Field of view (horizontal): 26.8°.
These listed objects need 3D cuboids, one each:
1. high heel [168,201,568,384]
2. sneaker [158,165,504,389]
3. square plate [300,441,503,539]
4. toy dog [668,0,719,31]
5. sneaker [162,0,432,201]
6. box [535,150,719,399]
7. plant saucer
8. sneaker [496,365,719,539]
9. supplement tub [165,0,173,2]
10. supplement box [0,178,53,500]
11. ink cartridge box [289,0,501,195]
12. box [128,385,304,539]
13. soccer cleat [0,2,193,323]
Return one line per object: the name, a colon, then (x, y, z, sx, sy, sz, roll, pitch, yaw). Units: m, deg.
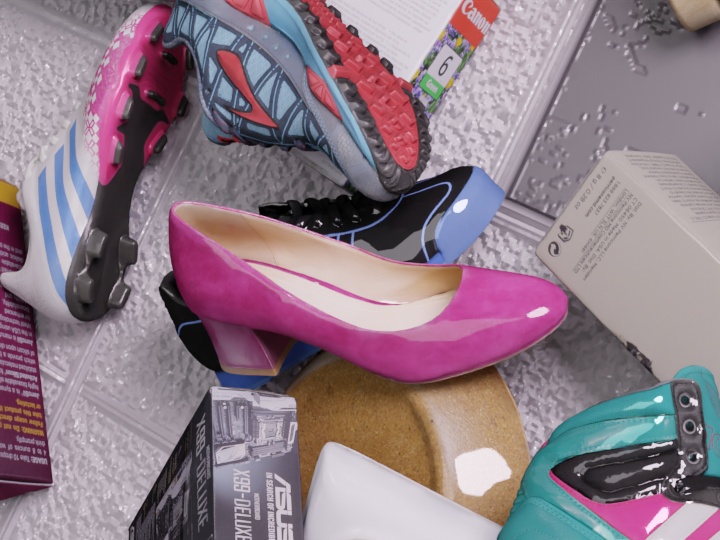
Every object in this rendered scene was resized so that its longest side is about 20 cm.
high heel: (0.000, 0.000, 0.749, 0.198, 0.097, 0.068, -2, 35, 27)
sneaker: (-0.020, -0.010, 0.819, 0.199, 0.070, 0.078, -33, 105, 16)
square plate: (0.037, 0.210, 0.709, 0.198, 0.028, 0.200, 24, 109, 20)
toy dog: (0.179, -0.220, 0.770, 0.131, 0.096, 0.201, -37, 66, 13)
sneaker: (-0.039, -0.095, 0.813, 0.096, 0.079, 0.200, -51, 56, 22)
box: (0.181, 0.031, 0.715, 0.200, 0.082, 0.069, 49, 119, 27)
plant saucer: (0.000, 0.120, 0.780, 0.199, 0.035, 0.203, -15, 68, 42)
sneaker: (0.158, 0.104, 0.642, 0.198, 0.084, 0.122, 6, 65, 10)
supplement tub: (-0.170, -0.245, 0.926, 0.198, 0.122, 0.124, 21, 88, 27)
supplement box: (-0.278, 0.046, 0.924, 0.130, 0.103, 0.202, -17, 72, 19)
ink cartridge box: (0.015, -0.151, 0.860, 0.109, 0.050, 0.201, 35, 94, 27)
box: (-0.074, 0.183, 0.747, 0.158, 0.049, 0.202, 123, 150, -47)
soccer cleat: (-0.166, -0.070, 0.915, 0.086, 0.070, 0.202, 14, 85, 27)
